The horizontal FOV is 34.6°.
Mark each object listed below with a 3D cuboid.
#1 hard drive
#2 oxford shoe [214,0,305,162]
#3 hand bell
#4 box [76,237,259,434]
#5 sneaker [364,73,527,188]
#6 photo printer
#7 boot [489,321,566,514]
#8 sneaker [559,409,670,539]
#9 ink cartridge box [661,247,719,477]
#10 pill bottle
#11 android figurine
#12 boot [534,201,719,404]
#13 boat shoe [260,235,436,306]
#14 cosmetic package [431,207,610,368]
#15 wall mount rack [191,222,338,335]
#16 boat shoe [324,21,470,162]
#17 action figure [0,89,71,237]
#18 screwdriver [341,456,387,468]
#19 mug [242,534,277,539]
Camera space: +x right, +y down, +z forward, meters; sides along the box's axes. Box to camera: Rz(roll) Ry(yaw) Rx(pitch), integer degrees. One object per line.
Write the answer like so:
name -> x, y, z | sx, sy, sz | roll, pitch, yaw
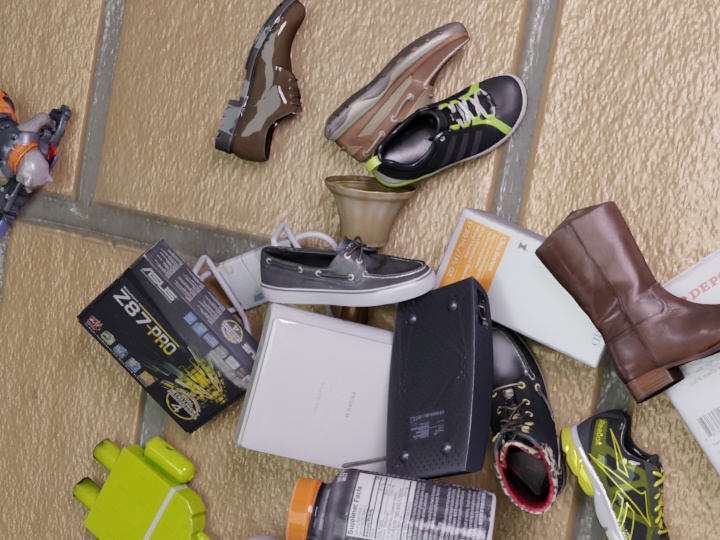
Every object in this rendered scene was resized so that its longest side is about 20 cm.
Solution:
hard drive -> 0.083, 0.118, 1.195 | 0.135, 0.042, 0.202 | -22, 57, 48
oxford shoe -> -0.098, -0.223, 1.364 | 0.084, 0.073, 0.201 | 22, 101, 4
hand bell -> 0.000, 0.000, 1.313 | 0.103, 0.104, 0.202 | 12, 103, 22
box -> -0.218, 0.082, 1.362 | 0.200, 0.049, 0.161 | 48, 127, -8
sneaker -> 0.096, -0.150, 1.243 | 0.199, 0.083, 0.072 | -33, 79, -3
photo printer -> -0.025, 0.138, 1.289 | 0.199, 0.069, 0.168 | 15, 99, -12
boot -> 0.162, 0.150, 1.199 | 0.073, 0.154, 0.205 | -20, 85, 10
sneaker -> 0.285, 0.236, 1.194 | 0.084, 0.074, 0.201 | -36, 77, 19
ink cartridge box -> 0.375, 0.089, 1.150 | 0.144, 0.084, 0.201 | -36, 77, 20
pill bottle -> 0.029, 0.253, 1.133 | 0.198, 0.106, 0.107 | 8, 94, 8
android figurine -> -0.270, 0.305, 1.450 | 0.199, 0.041, 0.183 | 32, 102, 20
boot -> 0.285, -0.001, 1.116 | 0.186, 0.064, 0.201 | -35, 71, 18
boat shoe -> -0.018, -0.005, 1.249 | 0.198, 0.070, 0.067 | 0, 114, 22
cosmetic package -> 0.187, 0.016, 1.236 | 0.199, 0.071, 0.102 | 25, 100, 20
wall mount rack -> -0.104, 0.042, 1.364 | 0.199, 0.075, 0.174 | -21, 114, 23
boat shoe -> 0.050, -0.199, 1.299 | 0.200, 0.076, 0.072 | -38, 103, 21
action figure -> -0.474, -0.149, 1.501 | 0.193, 0.104, 0.201 | 32, 101, 29
screwdriver -> 0.033, 0.204, 1.234 | 0.028, 0.200, 0.029 | -1, 91, 31
mug -> -0.137, 0.412, 1.352 | 0.200, 0.147, 0.177 | -34, 67, 50
